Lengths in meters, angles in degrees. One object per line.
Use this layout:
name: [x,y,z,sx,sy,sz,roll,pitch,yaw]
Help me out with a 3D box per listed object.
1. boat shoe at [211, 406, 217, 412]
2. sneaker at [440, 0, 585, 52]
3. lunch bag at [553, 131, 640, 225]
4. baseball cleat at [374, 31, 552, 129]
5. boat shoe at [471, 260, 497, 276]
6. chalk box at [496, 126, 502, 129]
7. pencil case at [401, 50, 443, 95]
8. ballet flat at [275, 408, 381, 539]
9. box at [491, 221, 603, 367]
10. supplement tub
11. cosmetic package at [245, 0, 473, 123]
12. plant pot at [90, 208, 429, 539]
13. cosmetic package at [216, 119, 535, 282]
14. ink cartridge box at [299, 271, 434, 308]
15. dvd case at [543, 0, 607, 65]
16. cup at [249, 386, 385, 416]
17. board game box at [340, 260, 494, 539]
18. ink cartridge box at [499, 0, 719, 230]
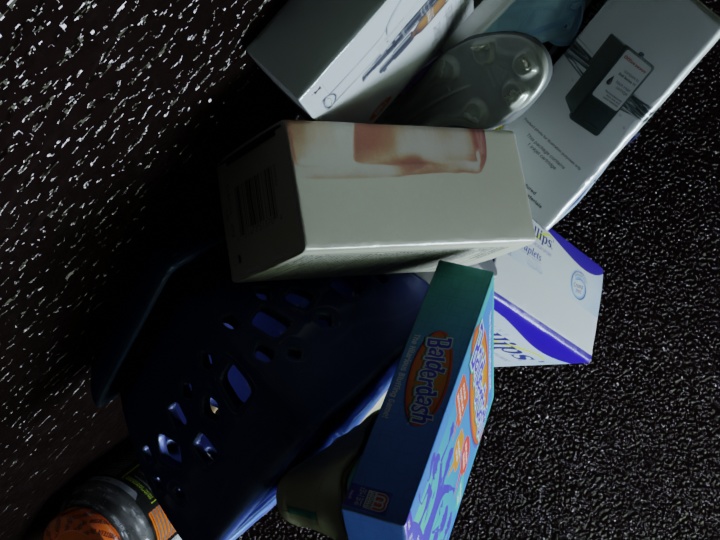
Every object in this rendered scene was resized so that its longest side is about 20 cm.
boat shoe: [-0.138,0.085,1.054,0.201,0.072,0.065,-55,-175,13]
sneaker: [0.152,-0.222,0.787,0.200,0.082,0.074,-39,-155,34]
lunch bag: [0.207,-0.105,1.089,0.200,0.075,0.160,-45,176,-24]
baseball cleat: [0.081,-0.134,0.803,0.199,0.071,0.106,-20,-178,44]
boat shoe: [0.047,-0.053,0.928,0.066,0.201,0.072,-41,160,20]
chalk box: [0.123,-0.155,1.100,0.125,0.124,0.200,-44,173,-32]
pencil case: [0.110,-0.221,0.872,0.085,0.084,0.201,15,121,-43]
ballet flat: [-0.007,0.145,0.753,0.070,0.069,0.200,-49,168,14]
box: [0.111,0.019,1.038,0.198,0.183,0.106,-9,-120,44]
supplement tub: [-0.243,0.261,1.119,0.123,0.122,0.200,-52,171,29]
cosmetic package: [0.009,-0.162,0.684,0.151,0.052,0.200,-46,173,3]
plant pot: [-0.082,0.063,0.785,0.200,0.180,0.200,-34,166,-49]
cosmetic package: [0.012,-0.047,0.714,0.198,0.089,0.103,-2,169,-37]
ink cartridge box: [0.000,0.000,0.874,0.117,0.200,0.067,-52,171,33]
dvd case: [0.194,-0.278,0.892,0.201,0.024,0.152,124,-31,-45]
cup: [-0.060,0.098,1.201,0.201,0.200,0.143,-48,148,4]
board game box: [0.047,0.119,0.707,0.153,0.044,0.201,81,26,-49]
ink cartridge box: [0.195,-0.143,0.825,0.200,0.083,0.147,-50,175,21]
